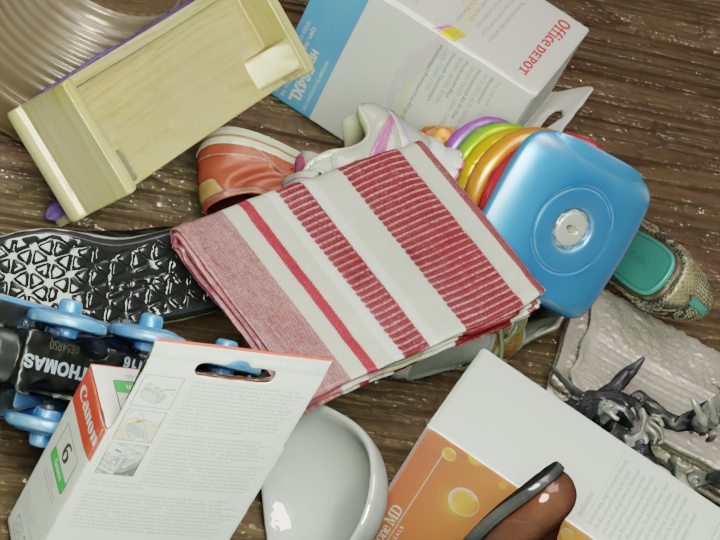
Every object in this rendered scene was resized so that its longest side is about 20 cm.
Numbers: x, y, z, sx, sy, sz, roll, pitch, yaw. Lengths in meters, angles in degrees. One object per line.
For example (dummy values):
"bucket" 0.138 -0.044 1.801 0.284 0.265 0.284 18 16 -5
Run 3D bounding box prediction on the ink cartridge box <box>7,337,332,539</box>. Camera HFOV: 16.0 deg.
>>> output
"ink cartridge box" -0.105 0.095 1.390 0.108 0.200 0.050 8 41 -28

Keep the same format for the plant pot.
"plant pot" -0.183 -0.169 1.745 0.200 0.093 0.201 19 38 -16

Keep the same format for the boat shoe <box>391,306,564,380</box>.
"boat shoe" 0.080 0.030 1.709 0.068 0.075 0.200 35 35 16

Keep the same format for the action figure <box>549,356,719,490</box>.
"action figure" 0.201 0.124 1.654 0.200 0.102 0.119 37 64 2

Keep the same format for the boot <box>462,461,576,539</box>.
"boot" 0.132 0.222 1.422 0.200 0.189 0.068 41 38 16

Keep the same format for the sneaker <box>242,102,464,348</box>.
"sneaker" -0.022 -0.028 1.654 0.088 0.081 0.200 41 62 -7

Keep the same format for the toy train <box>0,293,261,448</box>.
"toy train" -0.146 0.065 1.477 0.199 0.087 0.114 16 -5 -35

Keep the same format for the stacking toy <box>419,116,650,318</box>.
"stacking toy" 0.093 -0.061 1.728 0.116 0.110 0.200 25 7 -33

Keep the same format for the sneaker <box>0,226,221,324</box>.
"sneaker" -0.156 0.010 1.588 0.199 0.083 0.072 -3 89 -18

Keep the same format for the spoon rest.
"spoon rest" -0.030 0.109 1.531 0.060 0.099 0.200 28 23 -25

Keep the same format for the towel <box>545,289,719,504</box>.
"towel" 0.224 0.092 1.773 0.199 0.035 0.133 28 36 -4

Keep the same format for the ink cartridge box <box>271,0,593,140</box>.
"ink cartridge box" 0.059 -0.146 1.860 0.200 0.125 0.129 34 36 5

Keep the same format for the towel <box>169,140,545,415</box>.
"towel" 0.000 0.000 1.568 0.199 0.023 0.144 -21 62 -35

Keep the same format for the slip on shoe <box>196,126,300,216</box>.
"slip on shoe" -0.020 -0.033 1.728 0.199 0.074 0.061 21 59 -15

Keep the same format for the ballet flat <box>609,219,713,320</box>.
"ballet flat" 0.183 -0.018 1.841 0.075 0.068 0.200 36 5 -43

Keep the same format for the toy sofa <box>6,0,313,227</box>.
"toy sofa" -0.134 -0.113 1.659 0.200 0.097 0.083 -38 101 -40

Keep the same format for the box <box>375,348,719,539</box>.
"box" 0.113 0.164 1.528 0.200 0.125 0.098 34 36 5
